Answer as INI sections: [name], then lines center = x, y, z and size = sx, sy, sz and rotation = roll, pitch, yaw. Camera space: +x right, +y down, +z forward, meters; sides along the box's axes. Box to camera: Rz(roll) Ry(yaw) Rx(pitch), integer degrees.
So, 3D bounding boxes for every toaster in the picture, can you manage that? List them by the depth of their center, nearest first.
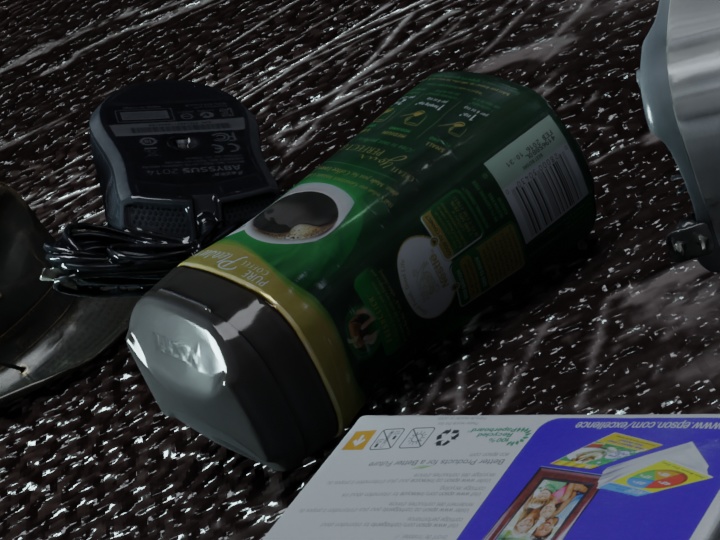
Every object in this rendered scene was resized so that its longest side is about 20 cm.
[toaster]
center = 0.190, -0.081, 0.997
size = 0.129, 0.114, 0.200
rotation = -14, 27, 20

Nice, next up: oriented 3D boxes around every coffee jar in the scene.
[coffee jar]
center = 0.000, 0.000, 1.056
size = 0.200, 0.085, 0.104
rotation = -37, 30, -23

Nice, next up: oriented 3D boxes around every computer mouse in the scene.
[computer mouse]
center = -0.093, -0.033, 1.232
size = 0.138, 0.053, 0.200
rotation = -2, 29, -7

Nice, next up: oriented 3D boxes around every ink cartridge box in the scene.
[ink cartridge box]
center = 0.027, 0.125, 0.845
size = 0.198, 0.043, 0.200
rotation = -3, 34, 42

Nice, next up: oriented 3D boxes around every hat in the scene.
[hat]
center = -0.205, 0.007, 1.243
size = 0.200, 0.081, 0.201
rotation = -22, 25, 11
